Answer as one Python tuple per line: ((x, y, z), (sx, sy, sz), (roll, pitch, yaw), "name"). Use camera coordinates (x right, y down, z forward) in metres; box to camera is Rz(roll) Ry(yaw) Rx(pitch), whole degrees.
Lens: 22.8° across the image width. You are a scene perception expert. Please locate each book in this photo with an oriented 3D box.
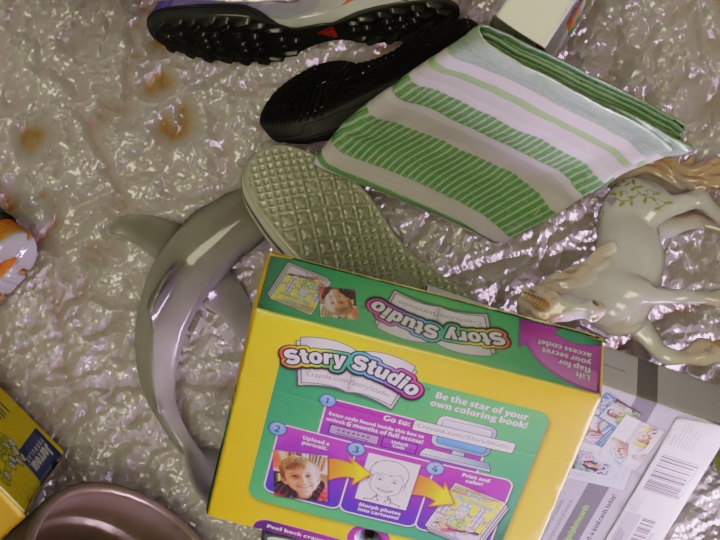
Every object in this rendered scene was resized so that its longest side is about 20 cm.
((0.129, -0.190, 1.046), (0.048, 0.200, 0.134), (34, 97, 3), "book")

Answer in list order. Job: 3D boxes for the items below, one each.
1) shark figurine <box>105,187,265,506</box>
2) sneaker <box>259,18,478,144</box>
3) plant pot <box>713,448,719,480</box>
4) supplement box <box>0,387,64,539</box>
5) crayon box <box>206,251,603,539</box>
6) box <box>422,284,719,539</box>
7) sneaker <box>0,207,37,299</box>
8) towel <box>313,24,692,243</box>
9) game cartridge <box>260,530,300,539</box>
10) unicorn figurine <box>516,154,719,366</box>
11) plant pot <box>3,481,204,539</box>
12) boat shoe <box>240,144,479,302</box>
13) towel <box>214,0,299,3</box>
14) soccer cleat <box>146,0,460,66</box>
((-0.117, 0.041, 1.142), (0.128, 0.090, 0.215), (10, 94, 4), "shark figurine")
((0.041, -0.094, 1.125), (0.200, 0.060, 0.104), (-17, 130, 31), "sneaker")
((0.325, 0.102, 1.087), (0.200, 0.187, 0.187), (-27, 93, 20), "plant pot")
((-0.305, 0.159, 1.138), (0.200, 0.109, 0.110), (-41, 98, 12), "supplement box")
((0.023, 0.092, 1.050), (0.200, 0.058, 0.173), (14, 128, -2), "crayon box")
((0.107, 0.108, 1.111), (0.200, 0.041, 0.156), (18, 126, -5), "box")
((-0.300, 0.022, 1.164), (0.200, 0.078, 0.077), (-41, 71, 7), "sneaker")
((0.078, -0.073, 1.051), (0.152, 0.200, 0.023), (23, 66, -22), "towel")
((-0.009, 0.245, 1.180), (0.129, 0.038, 0.200), (7, 96, -1), "game cartridge")
((0.170, 0.000, 1.091), (0.137, 0.200, 0.074), (15, 128, 4), "unicorn figurine")
((-0.190, 0.260, 1.124), (0.173, 0.200, 0.200), (-35, 92, 25), "plant pot")
((0.000, 0.000, 1.135), (0.200, 0.062, 0.075), (40, 66, -8), "boat shoe")
((-0.131, -0.220, 1.002), (0.200, 0.034, 0.133), (3, 100, 4), "towel")
((-0.037, -0.179, 1.134), (0.200, 0.068, 0.073), (-6, 71, 8), "soccer cleat")
